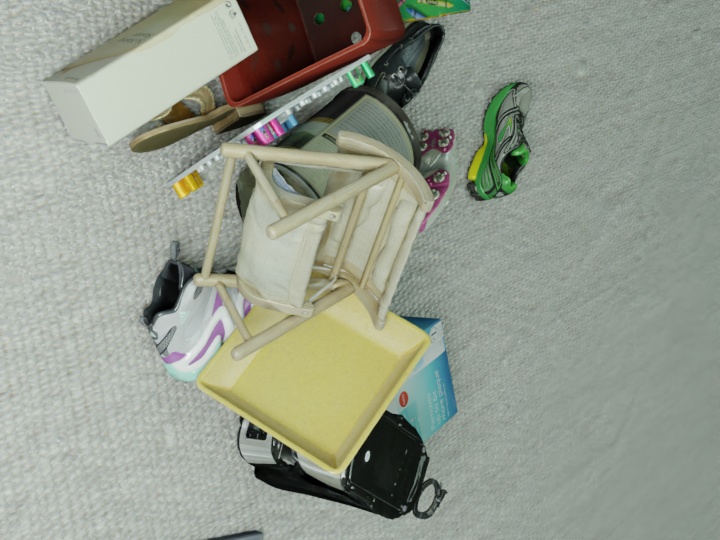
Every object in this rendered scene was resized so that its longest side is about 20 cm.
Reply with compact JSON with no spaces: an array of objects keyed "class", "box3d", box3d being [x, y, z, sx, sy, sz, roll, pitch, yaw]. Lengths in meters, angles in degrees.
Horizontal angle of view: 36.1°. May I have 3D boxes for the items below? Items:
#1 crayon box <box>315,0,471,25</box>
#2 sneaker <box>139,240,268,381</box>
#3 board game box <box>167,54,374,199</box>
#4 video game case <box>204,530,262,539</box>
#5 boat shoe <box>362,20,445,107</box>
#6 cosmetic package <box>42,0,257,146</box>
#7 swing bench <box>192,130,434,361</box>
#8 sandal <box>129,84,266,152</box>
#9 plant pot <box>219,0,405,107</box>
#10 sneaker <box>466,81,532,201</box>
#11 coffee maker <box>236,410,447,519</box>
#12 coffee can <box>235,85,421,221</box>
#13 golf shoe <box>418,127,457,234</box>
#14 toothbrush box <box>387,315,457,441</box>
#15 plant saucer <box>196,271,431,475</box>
[{"class":"crayon box","box3d":[0.040,-0.355,1.453,0.198,0.117,0.059,-22,108,-45]},{"class":"sneaker","box3d":[-0.173,0.013,1.265,0.201,0.077,0.141,-52,129,-33]},{"class":"board game box","box3d":[-0.099,-0.160,1.247,0.199,0.199,0.026,-39,101,-40]},{"class":"video game case","box3d":[-0.178,0.426,1.334,0.142,0.019,0.204,3,89,-49]},{"class":"boat shoe","box3d":[0.061,-0.269,1.520,0.200,0.065,0.075,-56,130,-30]},{"class":"cosmetic package","box3d":[-0.217,-0.213,1.149,0.199,0.103,0.074,-38,119,-25]},{"class":"swing bench","box3d":[-0.052,-0.031,1.164,0.197,0.131,0.201,-11,141,-30]},{"class":"sandal","box3d":[-0.194,-0.188,1.248,0.211,0.077,0.071,-23,90,-52]},{"class":"plant pot","box3d":[-0.056,-0.314,1.276,0.175,0.197,0.203,-11,82,-61]},{"class":"sneaker","box3d":[0.235,-0.199,1.711,0.078,0.084,0.203,33,68,-44]},{"class":"coffee maker","box3d":[-0.029,0.234,1.354,0.135,0.198,0.194,-48,125,-32]},{"class":"coffee can","box3d":[-0.037,-0.116,1.360,0.200,0.145,0.148,-44,123,-37]},{"class":"golf shoe","box3d":[0.103,-0.111,1.557,0.092,0.074,0.202,68,31,-41]},{"class":"toothbrush box","box3d":[0.038,0.168,1.504,0.199,0.084,0.149,-30,115,-47]},{"class":"plant saucer","box3d":[-0.051,0.112,1.247,0.201,0.198,0.049,-52,160,-27]}]
